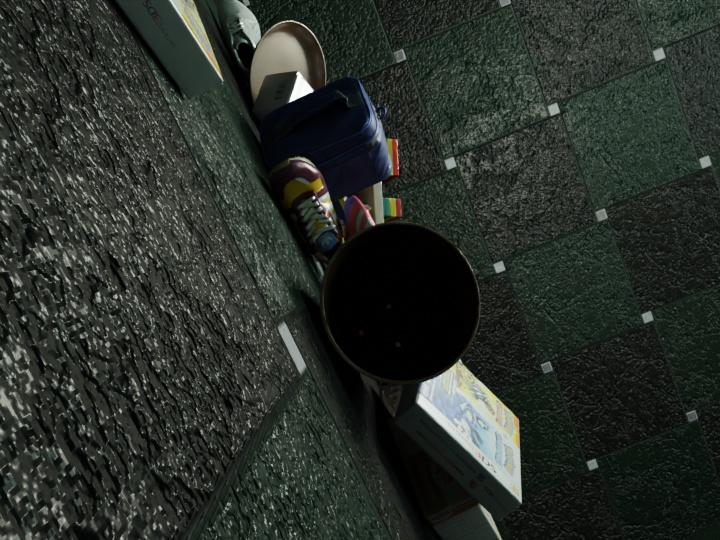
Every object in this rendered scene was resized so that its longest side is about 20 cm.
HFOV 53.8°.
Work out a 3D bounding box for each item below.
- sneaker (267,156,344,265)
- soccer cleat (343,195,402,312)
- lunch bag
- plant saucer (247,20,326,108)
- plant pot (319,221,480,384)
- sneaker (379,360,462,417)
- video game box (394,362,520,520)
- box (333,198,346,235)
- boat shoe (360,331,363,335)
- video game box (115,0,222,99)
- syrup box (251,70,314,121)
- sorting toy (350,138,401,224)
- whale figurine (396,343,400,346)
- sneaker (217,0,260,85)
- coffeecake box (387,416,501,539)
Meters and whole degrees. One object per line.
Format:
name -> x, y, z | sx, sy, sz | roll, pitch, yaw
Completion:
sneaker -> -0.064, -0.078, 1.002 | 0.091, 0.074, 0.200 | 60, 2, 32
soccer cleat -> 0.009, -0.008, 1.032 | 0.067, 0.076, 0.202 | -161, -132, -81
lunch bag -> -0.049, -0.199, 1.084 | 0.133, 0.198, 0.137 | 54, 14, -52
plant saucer -> -0.138, -0.349, 1.297 | 0.032, 0.201, 0.201 | 15, -31, 36
plant pot -> 0.037, 0.058, 0.902 | 0.189, 0.185, 0.200 | 64, -10, 10
sneaker -> 0.104, 0.170, 1.114 | 0.200, 0.080, 0.148 | 47, 40, -33
video game box -> 0.135, 0.199, 0.940 | 0.182, 0.047, 0.200 | 46, 21, -6
box -> -0.051, -0.112, 1.246 | 0.071, 0.064, 0.200 | 63, 3, -18
boat shoe -> 0.039, 0.037, 1.120 | 0.201, 0.070, 0.063 | -61, 148, -34
video game box -> -0.205, -0.285, 0.639 | 0.200, 0.046, 0.184 | 58, 9, -60
syrup box -> -0.100, -0.261, 1.278 | 0.200, 0.081, 0.080 | 43, 57, -50
sorting toy -> 0.007, -0.154, 1.374 | 0.198, 0.069, 0.203 | -17, -106, 62
whale figurine -> 0.119, 0.098, 1.240 | 0.200, 0.102, 0.161 | 44, 40, -68
sneaker -> -0.222, -0.441, 1.347 | 0.202, 0.070, 0.080 | 65, 6, 12
coffeecake box -> 0.123, 0.304, 1.012 | 0.201, 0.072, 0.154 | 60, 5, -47
